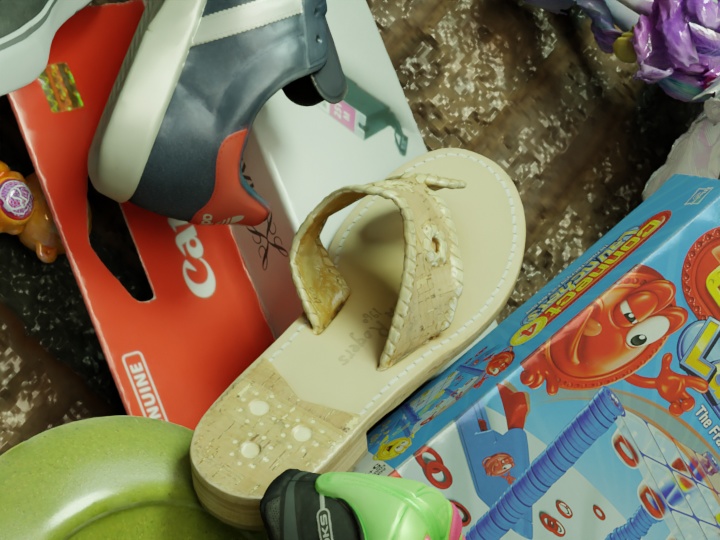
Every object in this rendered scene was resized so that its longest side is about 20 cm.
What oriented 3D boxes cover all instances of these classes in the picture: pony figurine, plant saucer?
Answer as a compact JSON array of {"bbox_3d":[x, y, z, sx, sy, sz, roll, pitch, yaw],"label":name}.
[{"bbox_3d":[0.160,-0.101,0.984,0.200,0.167,0.193,45,53,12],"label":"pony figurine"},{"bbox_3d":[-0.087,0.155,0.801,0.199,0.031,0.202,-2,93,-40],"label":"plant saucer"}]

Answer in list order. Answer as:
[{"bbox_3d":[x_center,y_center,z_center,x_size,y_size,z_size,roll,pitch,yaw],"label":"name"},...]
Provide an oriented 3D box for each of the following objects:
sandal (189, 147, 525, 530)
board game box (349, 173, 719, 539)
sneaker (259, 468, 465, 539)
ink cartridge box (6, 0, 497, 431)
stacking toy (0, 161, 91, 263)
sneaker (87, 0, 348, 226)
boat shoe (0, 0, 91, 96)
[{"bbox_3d":[0.005,0.002,0.823,0.077,0.070,0.212,22,51,20],"label":"sandal"},{"bbox_3d":[0.117,0.101,0.847,0.196,0.056,0.200,-40,103,-9],"label":"board game box"},{"bbox_3d":[-0.016,0.154,0.791,0.083,0.201,0.077,19,26,18],"label":"sneaker"},{"bbox_3d":[-0.044,-0.033,0.892,0.173,0.043,0.201,-15,81,-45],"label":"ink cartridge box"},{"bbox_3d":[-0.187,-0.040,0.832,0.199,0.110,0.117,16,58,-35],"label":"stacking toy"},{"bbox_3d":[-0.036,-0.111,0.850,0.084,0.075,0.201,21,88,-12],"label":"sneaker"},{"bbox_3d":[-0.140,-0.112,0.807,0.200,0.068,0.057,-65,150,-62],"label":"boat shoe"}]
